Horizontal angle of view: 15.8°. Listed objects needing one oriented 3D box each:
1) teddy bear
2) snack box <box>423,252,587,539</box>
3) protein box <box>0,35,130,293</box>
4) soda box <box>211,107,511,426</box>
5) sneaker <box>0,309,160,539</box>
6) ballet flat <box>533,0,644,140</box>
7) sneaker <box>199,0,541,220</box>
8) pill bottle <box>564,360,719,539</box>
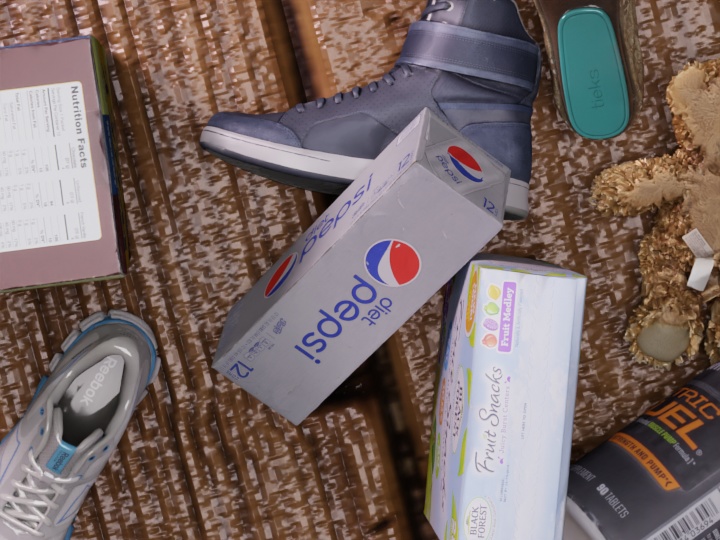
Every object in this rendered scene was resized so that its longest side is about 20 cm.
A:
[{"bbox_3d":[0.216,-0.033,1.595,0.145,0.067,0.200,-13,101,1],"label":"teddy bear"},{"bbox_3d":[0.082,0.077,1.516,0.068,0.200,0.169,5,92,-5],"label":"snack box"},{"bbox_3d":[-0.240,-0.055,1.487,0.200,0.199,0.135,-7,93,-4],"label":"protein box"},{"bbox_3d":[0.000,0.000,1.524,0.068,0.063,0.200,35,122,-15],"label":"soda box"},{"bbox_3d":[-0.189,0.115,1.556,0.075,0.087,0.200,27,92,-7],"label":"sneaker"},{"bbox_3d":[0.133,-0.176,1.549,0.070,0.065,0.200,-1,121,8],"label":"ballet flat"},{"bbox_3d":[0.011,-0.116,1.566,0.202,0.077,0.146,8,87,1],"label":"sneaker"},{"bbox_3d":[0.216,0.118,1.554,0.200,0.106,0.106,-34,95,-12],"label":"pill bottle"}]
